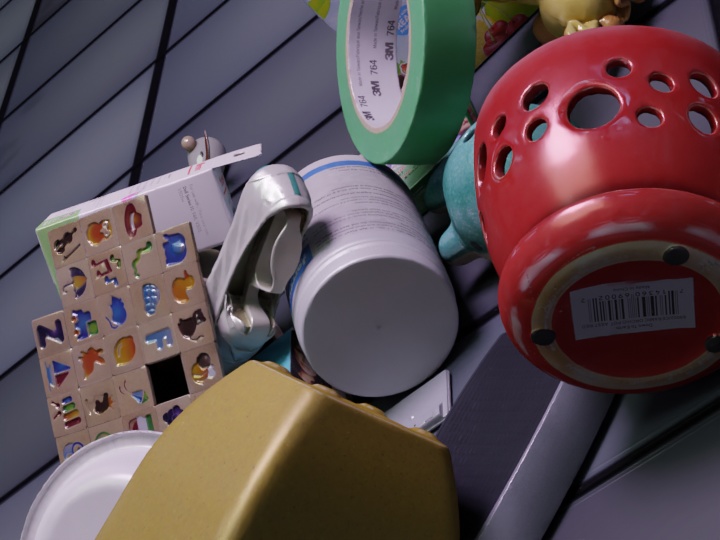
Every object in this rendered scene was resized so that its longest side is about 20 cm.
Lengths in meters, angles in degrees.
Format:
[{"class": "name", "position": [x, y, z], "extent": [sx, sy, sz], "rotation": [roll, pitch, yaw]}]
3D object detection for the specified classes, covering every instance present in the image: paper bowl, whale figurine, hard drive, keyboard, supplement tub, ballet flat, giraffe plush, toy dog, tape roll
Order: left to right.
[{"class": "paper bowl", "position": [-0.167, 0.221, 1.486], "extent": [0.200, 0.104, 0.202], "rotation": [-4, 79, 19]}, {"class": "toy dog", "position": [-0.193, -0.084, 2.083], "extent": [0.132, 0.096, 0.200], "rotation": [-45, 25, 7]}, {"class": "ballet flat", "position": [-0.085, 0.014, 1.558], "extent": [0.070, 0.069, 0.201], "rotation": [-108, 35, -61]}, {"class": "keyboard", "position": [-0.004, 0.148, 1.557], "extent": [0.200, 0.011, 0.056], "rotation": [-37, 22, 24]}, {"class": "supplement tub", "position": [0.000, 0.000, 1.611], "extent": [0.132, 0.132, 0.200], "rotation": [-43, 25, 12]}, {"class": "tape roll", "position": [0.035, -0.188, 1.630], "extent": [0.200, 0.048, 0.201], "rotation": [180, 90, -70]}, {"class": "whale figurine", "position": [0.104, -0.080, 1.585], "extent": [0.159, 0.104, 0.200], "rotation": [-53, 25, -7]}, {"class": "hard drive", "position": [0.100, 0.126, 1.375], "extent": [0.135, 0.042, 0.200], "rotation": [-5, 50, 56]}, {"class": "giraffe plush", "position": [0.163, -0.255, 1.691], "extent": [0.173, 0.162, 0.200], "rotation": [-54, -4, -4]}]

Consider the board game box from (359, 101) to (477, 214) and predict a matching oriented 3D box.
[{"class": "board game box", "position": [0.027, -0.080, 1.799], "extent": [0.200, 0.029, 0.135], "rotation": [-43, 25, 14]}]

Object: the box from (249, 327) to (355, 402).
[{"class": "box", "position": [-0.045, 0.131, 1.537], "extent": [0.049, 0.082, 0.200], "rotation": [-38, 22, 17]}]

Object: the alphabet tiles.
[{"class": "alphabet tiles", "position": [-0.192, 0.049, 1.584], "extent": [0.167, 0.008, 0.201], "rotation": [-19, 77, 25]}]

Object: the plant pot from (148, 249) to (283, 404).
[{"class": "plant pot", "position": [-0.151, 0.068, 1.722], "extent": [0.200, 0.200, 0.184], "rotation": [-43, 15, 14]}]

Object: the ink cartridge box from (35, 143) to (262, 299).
[{"class": "ink cartridge box", "position": [-0.168, -0.044, 1.686], "extent": [0.199, 0.068, 0.117], "rotation": [-19, 8, 0]}]

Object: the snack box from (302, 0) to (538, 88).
[{"class": "snack box", "position": [0.048, -0.271, 1.830], "extent": [0.169, 0.200, 0.068], "rotation": [-44, 25, 12]}]

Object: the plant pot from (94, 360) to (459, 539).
[{"class": "plant pot", "position": [-0.046, 0.176, 1.315], "extent": [0.195, 0.194, 0.201], "rotation": [16, 82, 63]}]

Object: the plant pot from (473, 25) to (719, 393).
[{"class": "plant pot", "position": [0.176, -0.030, 1.302], "extent": [0.200, 0.200, 0.183], "rotation": [-33, 38, 31]}]
